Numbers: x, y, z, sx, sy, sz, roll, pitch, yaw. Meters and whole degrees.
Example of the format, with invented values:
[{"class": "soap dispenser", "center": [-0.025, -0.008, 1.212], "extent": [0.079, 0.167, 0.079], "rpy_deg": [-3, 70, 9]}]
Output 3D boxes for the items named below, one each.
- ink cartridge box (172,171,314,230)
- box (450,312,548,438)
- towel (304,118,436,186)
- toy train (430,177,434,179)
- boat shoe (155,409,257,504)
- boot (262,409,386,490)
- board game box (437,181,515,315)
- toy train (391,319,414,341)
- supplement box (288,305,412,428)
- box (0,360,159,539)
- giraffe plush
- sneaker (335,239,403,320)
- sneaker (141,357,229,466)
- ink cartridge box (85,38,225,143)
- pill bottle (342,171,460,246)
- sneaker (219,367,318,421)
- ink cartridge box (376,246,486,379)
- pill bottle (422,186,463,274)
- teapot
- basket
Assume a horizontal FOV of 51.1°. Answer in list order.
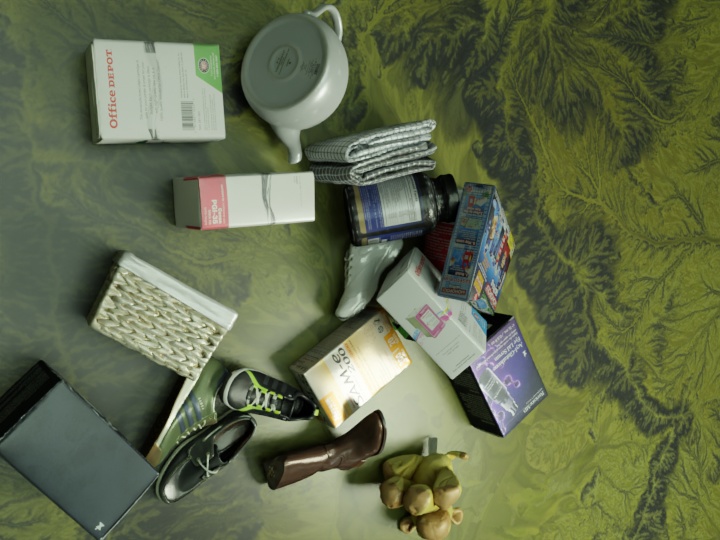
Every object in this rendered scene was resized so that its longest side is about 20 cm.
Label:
[{"class": "ink cartridge box", "center": [-0.189, -0.115, 1.224], "extent": [0.197, 0.146, 0.085], "rpy_deg": [-6, 97, -29]}, {"class": "box", "center": [0.271, 0.210, 1.538], "extent": [0.147, 0.104, 0.202], "rpy_deg": [-37, 110, -24]}, {"class": "towel", "center": [0.022, -0.204, 1.333], "extent": [0.197, 0.165, 0.087], "rpy_deg": [-18, 104, -26]}, {"class": "toy train", "center": [0.149, -0.159, 1.484], "extent": [0.197, 0.034, 0.047], "rpy_deg": [16, 82, -30]}, {"class": "boat shoe", "center": [-0.257, 0.311, 1.258], "extent": [0.199, 0.067, 0.072], "rpy_deg": [-41, 113, -20]}, {"class": "boot", "center": [-0.065, 0.318, 1.322], "extent": [0.197, 0.188, 0.065], "rpy_deg": [-3, 50, -29]}, {"class": "board game box", "center": [0.205, -0.014, 1.337], "extent": [0.203, 0.061, 0.201], "rpy_deg": [-67, 150, -22]}, {"class": "toy train", "center": [0.127, 0.117, 1.434], "extent": [0.042, 0.057, 0.199], "rpy_deg": [-50, 147, 14]}, {"class": "supplement box", "center": [-0.016, 0.174, 1.385], "extent": [0.199, 0.073, 0.127], "rpy_deg": [-38, 110, -23]}, {"class": "box", "center": [-0.420, 0.251, 1.082], "extent": [0.124, 0.196, 0.201], "rpy_deg": [-46, 114, -19]}, {"class": "giraffe plush", "center": [0.130, 0.448, 1.462], "extent": [0.200, 0.169, 0.165], "rpy_deg": [-39, 127, -59]}, {"class": "sneaker", "center": [0.000, 0.000, 1.396], "extent": [0.086, 0.074, 0.202], "rpy_deg": [35, 69, -15]}, {"class": "sneaker", "center": [-0.277, 0.239, 1.238], "extent": [0.089, 0.067, 0.203], "rpy_deg": [32, 74, -22]}, {"class": "ink cartridge box", "center": [-0.320, -0.275, 1.173], "extent": [0.197, 0.084, 0.149], "rpy_deg": [-6, 95, -30]}, {"class": "pill bottle", "center": [0.072, -0.113, 1.341], "extent": [0.196, 0.112, 0.114], "rpy_deg": [-10, 99, -4]}, {"class": "sneaker", "center": [-0.147, 0.215, 1.281], "extent": [0.198, 0.082, 0.073], "rpy_deg": [22, 80, -46]}, {"class": "ink cartridge box", "center": [0.130, 0.071, 1.345], "extent": [0.084, 0.145, 0.200], "rpy_deg": [-41, 96, 19]}, {"class": "pill bottle", "center": [0.178, -0.056, 1.446], "extent": [0.110, 0.112, 0.204], "rpy_deg": [0, 103, -30]}, {"class": "teapot", "center": [-0.095, -0.324, 1.269], "extent": [0.146, 0.198, 0.200], "rpy_deg": [23, 39, -64]}, {"class": "basket", "center": [-0.310, 0.070, 1.162], "extent": [0.198, 0.135, 0.125], "rpy_deg": [31, 80, -20]}]
